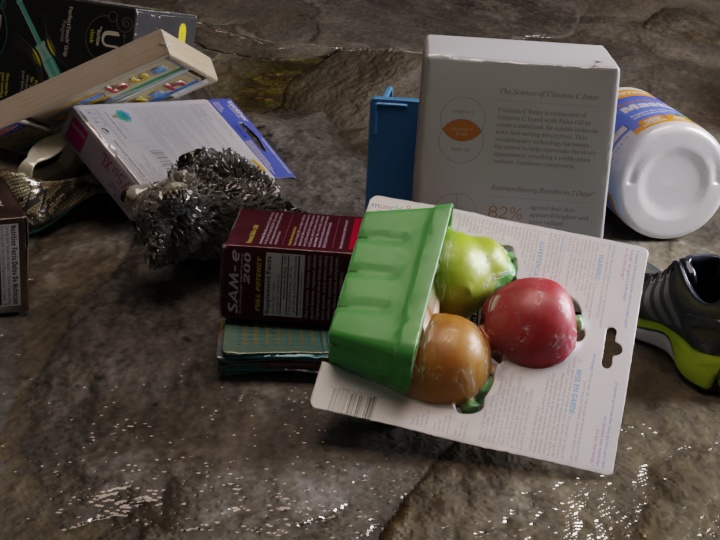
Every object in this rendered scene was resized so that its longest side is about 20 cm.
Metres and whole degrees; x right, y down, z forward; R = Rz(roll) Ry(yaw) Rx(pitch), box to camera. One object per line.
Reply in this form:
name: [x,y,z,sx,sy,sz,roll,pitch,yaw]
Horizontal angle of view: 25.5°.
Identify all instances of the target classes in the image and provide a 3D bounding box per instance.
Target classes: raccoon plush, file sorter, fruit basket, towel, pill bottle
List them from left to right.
raccoon plush: [-0.093,-0.044,1.291,0.199,0.097,0.134,1,13,-1]
towel: [-0.033,0.037,1.208,0.146,0.022,0.200,3,18,-3]
fruit basket: [0.082,0.041,1.067,0.200,0.094,0.186,14,55,1]
file sorter: [0.110,-0.088,1.401,0.199,0.139,0.123,4,17,5]
pill bottle: [0.262,-0.112,1.523,0.112,0.112,0.200,-2,21,-12]

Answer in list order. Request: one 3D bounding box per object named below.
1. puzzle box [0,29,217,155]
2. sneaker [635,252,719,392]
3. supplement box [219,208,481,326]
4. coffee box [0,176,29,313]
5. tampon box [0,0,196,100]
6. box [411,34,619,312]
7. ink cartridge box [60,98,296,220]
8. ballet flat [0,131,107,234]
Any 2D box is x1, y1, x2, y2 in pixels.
puzzle box: [-0.242,-0.158,1.453,0.200,0.025,0.133,-22,-9,12]
sneaker: [0.247,0.020,1.197,0.074,0.081,0.200,-5,21,-22]
supplement box: [0.000,0.000,1.195,0.199,0.061,0.109,5,17,2]
coffee box: [-0.362,-0.014,1.218,0.200,0.080,0.113,-6,21,-22]
tampon box: [-0.287,-0.201,1.618,0.200,0.150,0.126,12,9,22]
box: [0.119,-0.080,1.278,0.152,0.201,0.106,4,17,1]
ink cartridge box: [-0.164,-0.106,1.468,0.200,0.042,0.119,-13,54,-48]
ballet flat: [-0.262,-0.092,1.457,0.068,0.075,0.200,9,20,24]
